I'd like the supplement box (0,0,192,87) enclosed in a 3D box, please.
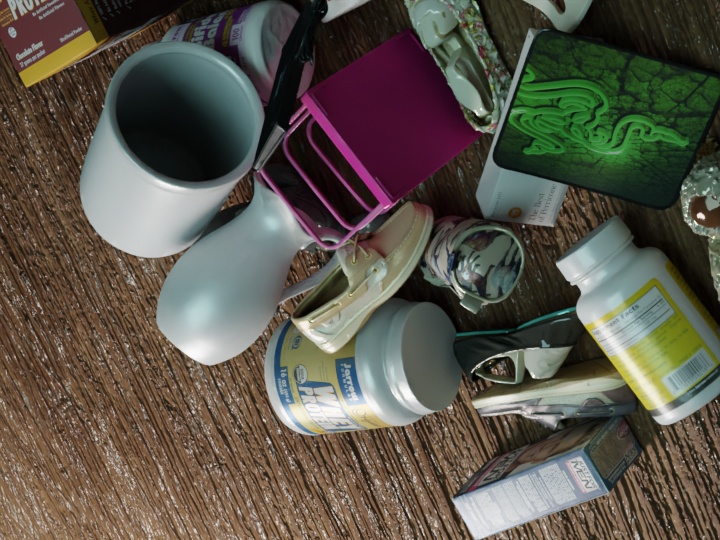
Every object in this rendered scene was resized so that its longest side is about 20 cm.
[{"bbox_3d":[-0.318,-0.346,1.759,0.132,0.200,0.199,-20,101,39],"label":"supplement box"}]

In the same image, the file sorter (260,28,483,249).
[{"bbox_3d":[0.008,-0.134,1.652,0.139,0.200,0.125,51,133,0],"label":"file sorter"}]

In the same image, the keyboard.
[{"bbox_3d":[-0.066,-0.201,1.581,0.020,0.202,0.127,21,136,-12],"label":"keyboard"}]

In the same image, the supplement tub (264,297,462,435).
[{"bbox_3d":[0.003,0.110,1.813,0.198,0.144,0.146,-11,107,37],"label":"supplement tub"}]

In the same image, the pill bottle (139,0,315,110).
[{"bbox_3d":[-0.158,-0.232,1.767,0.198,0.112,0.114,-7,109,35],"label":"pill bottle"}]

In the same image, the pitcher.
[{"bbox_3d":[-0.116,0.012,1.732,0.201,0.171,0.121,-51,40,8],"label":"pitcher"}]

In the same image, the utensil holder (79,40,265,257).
[{"bbox_3d":[-0.210,-0.123,1.694,0.170,0.170,0.200,47,149,4],"label":"utensil holder"}]

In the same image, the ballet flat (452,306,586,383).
[{"bbox_3d":[0.183,0.086,1.723,0.199,0.067,0.069,-17,82,50],"label":"ballet flat"}]

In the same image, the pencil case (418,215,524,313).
[{"bbox_3d":[0.111,-0.011,1.659,0.078,0.200,0.090,40,88,-9],"label":"pencil case"}]

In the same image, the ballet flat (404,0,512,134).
[{"bbox_3d":[0.101,-0.229,1.627,0.075,0.064,0.201,-32,93,41],"label":"ballet flat"}]

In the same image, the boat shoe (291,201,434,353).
[{"bbox_3d":[0.000,0.000,1.708,0.069,0.074,0.201,32,104,-26],"label":"boat shoe"}]

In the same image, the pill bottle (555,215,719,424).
[{"bbox_3d":[0.291,0.047,1.610,0.111,0.111,0.201,-36,90,40],"label":"pill bottle"}]

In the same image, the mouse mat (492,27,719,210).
[{"bbox_3d":[0.244,-0.146,1.551,0.197,0.008,0.162,14,124,-5],"label":"mouse mat"}]

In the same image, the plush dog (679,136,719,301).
[{"bbox_3d":[0.402,-0.075,1.479,0.170,0.162,0.201,-12,135,23],"label":"plush dog"}]

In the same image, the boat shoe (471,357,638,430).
[{"bbox_3d":[0.215,0.145,1.739,0.198,0.072,0.066,-15,100,32],"label":"boat shoe"}]

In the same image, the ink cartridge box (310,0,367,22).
[{"bbox_3d":[-0.026,-0.371,1.597,0.202,0.084,0.144,61,155,-7],"label":"ink cartridge box"}]

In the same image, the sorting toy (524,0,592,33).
[{"bbox_3d":[0.172,-0.325,1.515,0.199,0.107,0.181,29,133,18],"label":"sorting toy"}]

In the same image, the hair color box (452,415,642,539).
[{"bbox_3d":[0.208,0.230,1.766,0.199,0.100,0.061,-28,95,39],"label":"hair color box"}]

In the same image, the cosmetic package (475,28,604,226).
[{"bbox_3d":[0.185,-0.142,1.599,0.081,0.051,0.202,6,125,-13],"label":"cosmetic package"}]

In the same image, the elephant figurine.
[{"bbox_3d":[-0.092,-0.053,1.822,0.200,0.154,0.142,-47,51,30],"label":"elephant figurine"}]
